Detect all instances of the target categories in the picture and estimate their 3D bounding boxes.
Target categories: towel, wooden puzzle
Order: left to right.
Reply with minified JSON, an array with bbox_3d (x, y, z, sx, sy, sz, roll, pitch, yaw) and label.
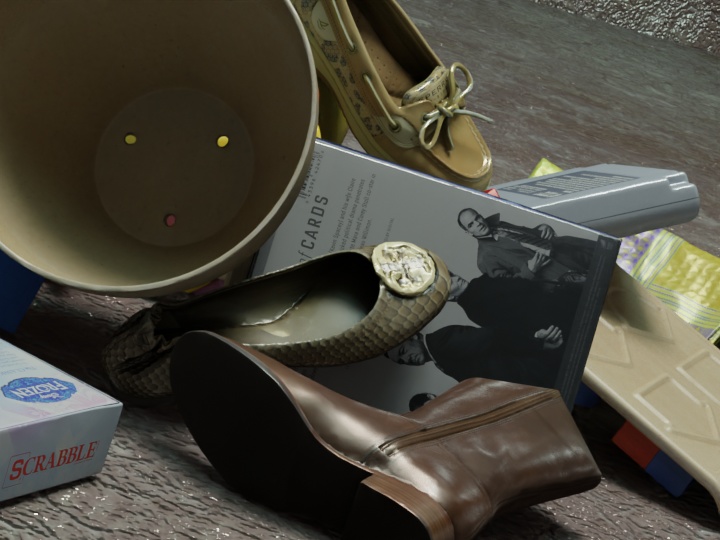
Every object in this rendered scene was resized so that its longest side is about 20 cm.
[{"bbox_3d":[0.169,0.008,1.461,0.199,0.023,0.144,32,58,24],"label":"towel"},{"bbox_3d":[0.182,0.071,1.322,0.200,0.046,0.185,46,25,13],"label":"wooden puzzle"}]

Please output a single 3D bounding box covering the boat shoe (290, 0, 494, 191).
[{"bbox_3d":[0.020,-0.127,1.344,0.200,0.063,0.073,47,46,-8],"label":"boat shoe"}]

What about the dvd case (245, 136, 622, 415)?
[{"bbox_3d":[0.034,0.023,1.185,0.199,0.151,0.025,18,-6,-2],"label":"dvd case"}]

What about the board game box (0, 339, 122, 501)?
[{"bbox_3d":[-0.245,0.050,0.954,0.199,0.041,0.200,25,16,24],"label":"board game box"}]

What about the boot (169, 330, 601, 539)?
[{"bbox_3d":[0.019,0.077,1.101,0.186,0.064,0.200,39,30,19],"label":"boot"}]

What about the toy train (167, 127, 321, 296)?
[{"bbox_3d":[-0.108,-0.058,1.267,0.150,0.200,0.056,38,1,-25],"label":"toy train"}]

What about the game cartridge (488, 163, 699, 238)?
[{"bbox_3d":[0.132,-0.040,1.391,0.132,0.042,0.200,-16,7,-8],"label":"game cartridge"}]

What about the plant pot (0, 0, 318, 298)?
[{"bbox_3d":[-0.115,-0.073,1.145,0.199,0.201,0.135,21,-10,10],"label":"plant pot"}]

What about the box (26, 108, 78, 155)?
[{"bbox_3d":[-0.255,-0.078,1.269,0.035,0.111,0.200,2,22,-47],"label":"box"}]

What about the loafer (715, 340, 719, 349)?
[{"bbox_3d":[0.262,0.067,1.477,0.069,0.076,0.200,-8,23,-35],"label":"loafer"}]

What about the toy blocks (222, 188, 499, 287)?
[{"bbox_3d":[0.000,0.000,1.243,0.199,0.138,0.100,16,15,-6],"label":"toy blocks"}]

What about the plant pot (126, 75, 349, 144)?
[{"bbox_3d":[-0.108,-0.087,1.384,0.199,0.201,0.143,17,43,-6],"label":"plant pot"}]

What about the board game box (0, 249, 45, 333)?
[{"bbox_3d":[-0.283,-0.044,1.108,0.152,0.045,0.200,28,-2,43],"label":"board game box"}]

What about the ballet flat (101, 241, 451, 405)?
[{"bbox_3d":[-0.044,0.022,1.125,0.199,0.047,0.068,-15,48,-13],"label":"ballet flat"}]
